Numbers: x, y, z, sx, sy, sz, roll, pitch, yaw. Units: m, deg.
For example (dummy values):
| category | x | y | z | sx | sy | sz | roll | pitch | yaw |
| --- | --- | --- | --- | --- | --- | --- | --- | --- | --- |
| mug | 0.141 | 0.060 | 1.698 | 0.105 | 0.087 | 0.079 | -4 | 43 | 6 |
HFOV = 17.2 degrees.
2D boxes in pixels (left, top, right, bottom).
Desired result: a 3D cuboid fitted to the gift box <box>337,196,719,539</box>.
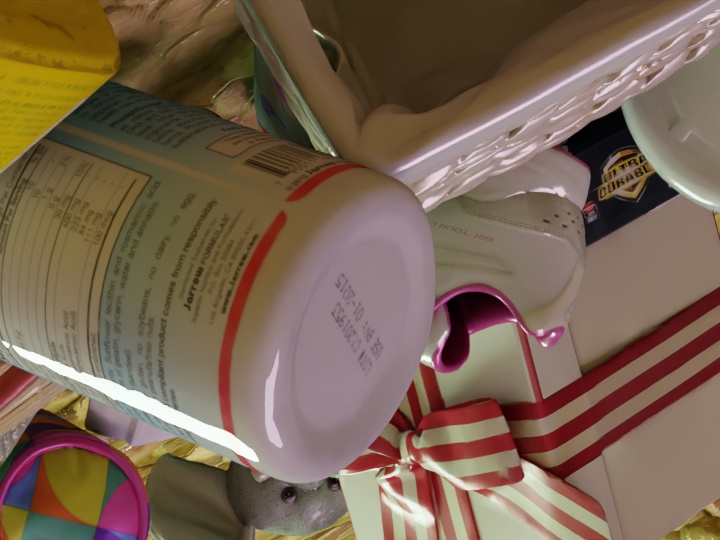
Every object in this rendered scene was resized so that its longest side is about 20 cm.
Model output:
| category | x | y | z | sx | sy | sz | roll | pitch | yaw |
| --- | --- | --- | --- | --- | --- | --- | --- | --- | --- |
| gift box | 0.089 | 0.072 | 1.206 | 0.186 | 0.201 | 0.184 | -26 | -169 | -40 |

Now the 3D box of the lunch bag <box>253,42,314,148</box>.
| category | x | y | z | sx | sy | sz | roll | pitch | yaw |
| --- | --- | --- | --- | --- | --- | --- | --- | --- | --- |
| lunch bag | 0.047 | -0.104 | 1.046 | 0.199 | 0.077 | 0.160 | -29 | 167 | -12 |

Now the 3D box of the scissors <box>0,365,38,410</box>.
| category | x | y | z | sx | sy | sz | roll | pitch | yaw |
| --- | --- | --- | --- | --- | --- | --- | --- | --- | --- |
| scissors | -0.193 | 0.088 | 1.000 | 0.200 | 0.014 | 0.073 | -41 | -175 | 3 |

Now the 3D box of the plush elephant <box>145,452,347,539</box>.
| category | x | y | z | sx | sy | sz | roll | pitch | yaw |
| --- | --- | --- | --- | --- | --- | --- | --- | --- | --- |
| plush elephant | -0.049 | 0.078 | 1.306 | 0.164 | 0.155 | 0.200 | -25 | 165 | -23 |

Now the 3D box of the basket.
| category | x | y | z | sx | sy | sz | roll | pitch | yaw |
| --- | --- | --- | --- | --- | --- | --- | --- | --- | --- |
| basket | 0.051 | -0.118 | 0.898 | 0.199 | 0.136 | 0.123 | -29 | 170 | -8 |

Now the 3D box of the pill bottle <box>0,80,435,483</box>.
| category | x | y | z | sx | sy | sz | roll | pitch | yaw |
| --- | --- | --- | --- | --- | --- | --- | --- | --- | --- |
| pill bottle | -0.081 | -0.007 | 0.838 | 0.109 | 0.199 | 0.109 | -36 | 137 | -44 |

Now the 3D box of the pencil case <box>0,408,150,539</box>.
| category | x | y | z | sx | sy | sz | roll | pitch | yaw |
| --- | --- | --- | --- | --- | --- | --- | --- | --- | --- |
| pencil case | -0.162 | 0.119 | 1.231 | 0.088 | 0.089 | 0.200 | -28 | -175 | -12 |

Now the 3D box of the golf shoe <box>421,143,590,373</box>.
| category | x | y | z | sx | sy | sz | roll | pitch | yaw |
| --- | --- | --- | --- | --- | --- | --- | --- | --- | --- |
| golf shoe | 0.000 | 0.000 | 0.989 | 0.199 | 0.092 | 0.075 | -9 | 165 | 23 |

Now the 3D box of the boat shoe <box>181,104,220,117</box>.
| category | x | y | z | sx | sy | sz | roll | pitch | yaw |
| --- | --- | --- | --- | --- | --- | --- | --- | --- | --- |
| boat shoe | -0.136 | -0.017 | 0.985 | 0.200 | 0.072 | 0.066 | -30 | -160 | 14 |

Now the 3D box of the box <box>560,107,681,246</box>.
| category | x | y | z | sx | sy | sz | roll | pitch | yaw |
| --- | --- | --- | --- | --- | --- | --- | --- | --- | --- |
| box | 0.072 | -0.048 | 1.164 | 0.158 | 0.046 | 0.200 | -28 | -163 | -15 |

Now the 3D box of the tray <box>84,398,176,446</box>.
| category | x | y | z | sx | sy | sz | roll | pitch | yaw |
| --- | --- | --- | --- | --- | --- | --- | --- | --- | --- |
| tray | -0.074 | 0.052 | 1.124 | 0.107 | 0.022 | 0.200 | -12 | 167 | -12 |

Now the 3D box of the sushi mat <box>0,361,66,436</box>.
| category | x | y | z | sx | sy | sz | roll | pitch | yaw |
| --- | --- | --- | --- | --- | --- | --- | --- | --- | --- |
| sushi mat | -0.148 | 0.043 | 1.056 | 0.200 | 0.012 | 0.096 | -36 | 159 | -18 |

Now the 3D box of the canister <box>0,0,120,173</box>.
| category | x | y | z | sx | sy | sz | roll | pitch | yaw |
| --- | --- | --- | --- | --- | --- | --- | --- | --- | --- |
| canister | -0.189 | -0.037 | 0.757 | 0.200 | 0.087 | 0.148 | -38 | 164 | 19 |

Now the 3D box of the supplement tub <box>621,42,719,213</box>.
| category | x | y | z | sx | sy | sz | roll | pitch | yaw |
| --- | --- | --- | --- | --- | --- | --- | --- | --- | --- |
| supplement tub | 0.208 | -0.092 | 1.043 | 0.122 | 0.123 | 0.200 | -40 | 165 | 31 |

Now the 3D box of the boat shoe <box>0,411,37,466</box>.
| category | x | y | z | sx | sy | sz | roll | pitch | yaw |
| --- | --- | --- | --- | --- | --- | --- | --- | --- | --- |
| boat shoe | -0.171 | 0.036 | 1.107 | 0.200 | 0.062 | 0.074 | -51 | 157 | 23 |
